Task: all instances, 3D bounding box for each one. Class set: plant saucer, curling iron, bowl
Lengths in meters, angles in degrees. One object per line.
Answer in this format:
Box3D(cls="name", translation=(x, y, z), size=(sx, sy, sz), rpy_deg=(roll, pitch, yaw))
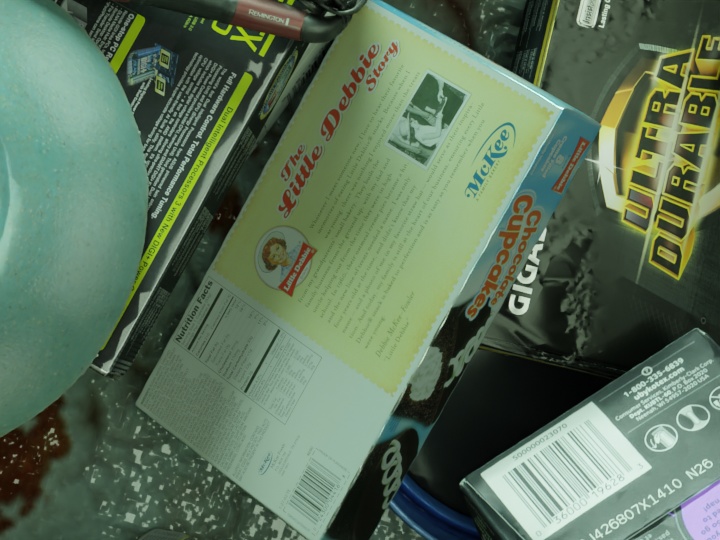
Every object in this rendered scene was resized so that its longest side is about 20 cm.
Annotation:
Box3D(cls="plant saucer", translation=(-0.182, -0.028, 0.799), size=(0.201, 0.039, 0.201), rpy_deg=(0, 84, 2))
Box3D(cls="curling iron", translation=(-0.093, -0.122, 0.813), size=(0.200, 0.026, 0.050), rpy_deg=(9, 64, 7))
Box3D(cls="bowl", translation=(0.083, 0.033, 0.932), size=(0.200, 0.039, 0.201), rpy_deg=(-1, 94, -11))

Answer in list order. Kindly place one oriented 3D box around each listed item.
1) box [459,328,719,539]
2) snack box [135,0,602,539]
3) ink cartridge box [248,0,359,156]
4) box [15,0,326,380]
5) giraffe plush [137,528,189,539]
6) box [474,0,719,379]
Box3D(cls="box", translation=(0.137, 0.143, 0.868), size=(0.122, 0.106, 0.200), rpy_deg=(-31, 135, -8))
Box3D(cls="snack box", translation=(0.000, 0.000, 0.865), size=(0.037, 0.116, 0.200), rpy_deg=(19, 102, -55))
Box3D(cls="ink cartridge box", translation=(-0.119, -0.119, 0.892), size=(0.200, 0.050, 0.162), rpy_deg=(37, 86, 7))
Box3D(cls="box", translation=(-0.118, -0.081, 0.843), size=(0.160, 0.044, 0.200), rpy_deg=(28, 87, 3))
Box3D(cls="giraffe plush", translation=(-0.125, 0.218, 0.862), size=(0.200, 0.172, 0.162), rpy_deg=(-23, 111, -43))
Box3D(cls="box", translation=(0.138, -0.048, 0.894), size=(0.159, 0.049, 0.200), rpy_deg=(14, 89, -14))
